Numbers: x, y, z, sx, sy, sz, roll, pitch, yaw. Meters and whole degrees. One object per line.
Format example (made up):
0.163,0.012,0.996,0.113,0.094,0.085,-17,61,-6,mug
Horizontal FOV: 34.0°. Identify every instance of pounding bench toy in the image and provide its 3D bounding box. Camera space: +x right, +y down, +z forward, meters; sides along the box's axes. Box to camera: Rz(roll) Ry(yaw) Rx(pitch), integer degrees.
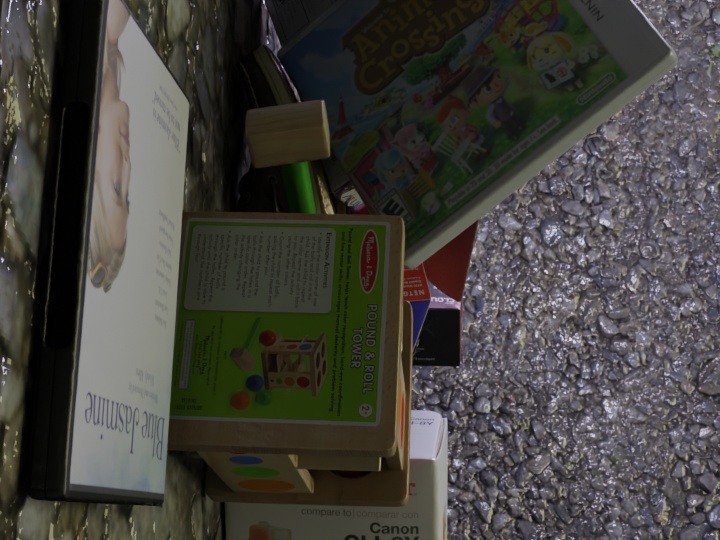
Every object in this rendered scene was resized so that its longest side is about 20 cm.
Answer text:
-0.032,0.023,0.684,0.156,0.122,0.203,77,15,-68,pounding bench toy

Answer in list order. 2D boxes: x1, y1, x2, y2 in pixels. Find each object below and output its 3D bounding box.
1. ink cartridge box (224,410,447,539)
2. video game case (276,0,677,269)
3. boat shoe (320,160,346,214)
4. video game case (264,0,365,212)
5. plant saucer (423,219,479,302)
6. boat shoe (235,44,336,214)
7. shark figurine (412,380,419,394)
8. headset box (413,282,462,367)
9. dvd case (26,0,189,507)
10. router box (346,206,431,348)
-0.014,0.202,0.794,0.083,0.143,0.203,-59,149,-75,ink cartridge box
0.062,-0.131,0.724,0.183,0.199,0.022,59,15,27,video game case
-0.037,-0.008,0.870,0.067,0.073,0.203,90,3,-59,boat shoe
0.032,-0.167,0.803,0.036,0.180,0.202,35,27,-50,video game case
0.049,-0.111,0.890,0.201,0.036,0.202,95,-14,-53,plant saucer
-0.052,-0.045,0.777,0.073,0.064,0.203,-107,180,-89,boat shoe
0.008,0.163,1.382,0.128,0.089,0.216,47,22,-30,shark figurine
0.036,0.025,1.246,0.201,0.146,0.076,-82,171,-57,headset box
-0.102,-0.003,0.505,0.143,0.017,0.203,68,24,-77,dvd case
0.000,0.000,0.972,0.201,0.048,0.182,104,-22,-56,router box
